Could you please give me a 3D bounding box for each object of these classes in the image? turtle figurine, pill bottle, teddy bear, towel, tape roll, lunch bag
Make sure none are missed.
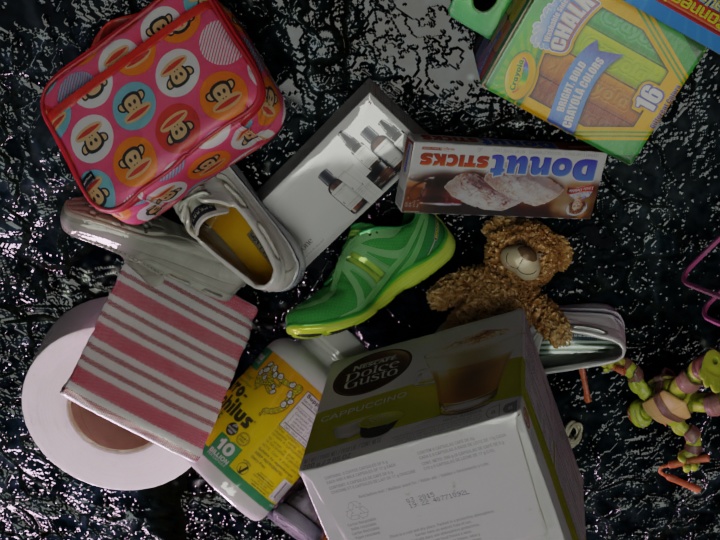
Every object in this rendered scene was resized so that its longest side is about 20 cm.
[{"bbox_3d":[0.333,0.141,1.226,0.200,0.064,0.161,50,145,-7],"label":"turtle figurine"},{"bbox_3d":[-0.077,0.141,1.195,0.113,0.113,0.200,45,82,-18],"label":"pill bottle"},{"bbox_3d":[0.132,0.043,1.164,0.200,0.067,0.145,-49,68,12],"label":"teddy bear"},{"bbox_3d":[-0.191,0.077,1.155,0.146,0.201,0.030,30,138,-13],"label":"towel"},{"bbox_3d":[-0.248,0.129,1.246,0.201,0.071,0.204,1,116,1],"label":"tape roll"},{"bbox_3d":[-0.183,-0.159,1.073,0.199,0.082,0.177,-34,72,9],"label":"lunch bag"}]

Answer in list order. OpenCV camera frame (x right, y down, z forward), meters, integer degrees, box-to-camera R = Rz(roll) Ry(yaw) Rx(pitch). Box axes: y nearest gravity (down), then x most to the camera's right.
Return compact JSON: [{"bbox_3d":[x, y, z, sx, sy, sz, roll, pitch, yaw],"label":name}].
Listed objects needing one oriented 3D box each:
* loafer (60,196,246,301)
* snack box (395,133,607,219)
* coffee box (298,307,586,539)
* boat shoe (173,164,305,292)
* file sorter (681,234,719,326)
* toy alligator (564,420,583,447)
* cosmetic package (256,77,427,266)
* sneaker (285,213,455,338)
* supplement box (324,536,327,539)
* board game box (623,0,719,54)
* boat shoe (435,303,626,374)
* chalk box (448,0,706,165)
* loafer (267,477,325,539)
[{"bbox_3d":[-0.197,-0.017,1.143,0.199,0.070,0.070,19,113,-27],"label":"loafer"},{"bbox_3d":[0.134,-0.088,1.130,0.198,0.024,0.072,1,117,-17],"label":"snack box"},{"bbox_3d":[0.083,0.184,1.073,0.198,0.198,0.201,-16,111,15],"label":"coffee box"},{"bbox_3d":[-0.137,-0.056,1.113,0.071,0.070,0.200,-45,78,19],"label":"boat shoe"},{"bbox_3d":[0.423,0.049,1.136,0.125,0.139,0.200,-42,110,-4],"label":"file sorter"},{"bbox_3d":[0.174,0.246,1.286,0.059,0.054,0.201,40,75,-21],"label":"toy alligator"},{"bbox_3d":[-0.032,-0.084,1.149,0.082,0.051,0.200,41,110,-16],"label":"cosmetic package"},{"bbox_3d":[0.000,0.000,1.150,0.199,0.074,0.084,-35,96,-25],"label":"sneaker"},{"bbox_3d":[0.059,0.310,1.294,0.199,0.126,0.074,22,120,-10],"label":"supplement box"},{"bbox_3d":[0.223,-0.266,0.973,0.195,0.200,0.056,26,116,-10],"label":"board game box"},{"bbox_3d":[0.172,0.072,1.211,0.198,0.067,0.074,-10,115,6],"label":"boat shoe"},{"bbox_3d":[0.177,-0.206,1.044,0.199,0.124,0.125,25,114,-11],"label":"chalk box"},{"bbox_3d":[-0.056,0.252,1.257,0.072,0.200,0.063,35,76,2],"label":"loafer"}]
